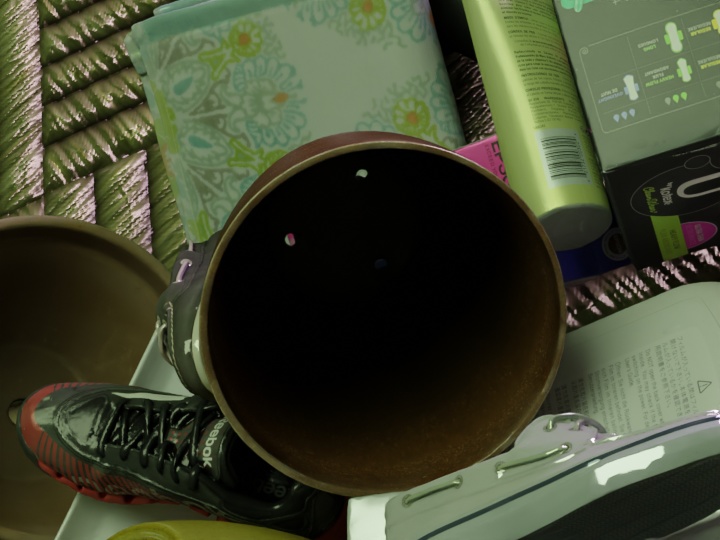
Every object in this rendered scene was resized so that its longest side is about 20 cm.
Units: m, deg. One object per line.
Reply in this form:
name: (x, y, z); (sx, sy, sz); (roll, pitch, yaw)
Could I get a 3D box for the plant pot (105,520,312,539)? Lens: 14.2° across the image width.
plant pot: (-0.081, 0.209, 1.506); (0.200, 0.142, 0.200); (-28, 41, 27)

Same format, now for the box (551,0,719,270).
box: (0.172, -0.128, 1.567); (0.124, 0.149, 0.200); (-18, 67, 7)

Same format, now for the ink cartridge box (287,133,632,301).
ink cartridge box: (0.059, -0.019, 1.661); (0.200, 0.037, 0.095); (-20, 83, 18)

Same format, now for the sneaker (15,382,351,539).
sneaker: (-0.098, 0.098, 1.607); (0.200, 0.098, 0.071); (17, 68, 8)

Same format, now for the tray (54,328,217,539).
tray: (-0.097, 0.112, 1.673); (0.107, 0.022, 0.200); (26, 67, -2)

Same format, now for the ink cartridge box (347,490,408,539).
ink cartridge box: (0.051, 0.205, 1.421); (0.109, 0.050, 0.200); (-9, 62, 18)

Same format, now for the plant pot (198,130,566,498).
plant pot: (0.000, 0.000, 1.548); (0.187, 0.187, 0.200); (-37, 17, 4)

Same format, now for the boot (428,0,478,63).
boot: (0.048, -0.136, 1.753); (0.158, 0.079, 0.211); (-43, 69, 28)

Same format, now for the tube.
tube: (0.095, -0.107, 1.621); (0.052, 0.058, 0.200); (-15, 62, 4)

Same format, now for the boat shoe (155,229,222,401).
boat shoe: (-0.086, 0.027, 1.613); (0.057, 0.067, 0.200); (-15, 17, 15)

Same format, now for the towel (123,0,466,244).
towel: (-0.035, -0.092, 1.736); (0.200, 0.172, 0.048); (-12, 10, 28)

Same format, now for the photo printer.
photo printer: (0.137, 0.101, 1.515); (0.200, 0.069, 0.167); (-24, 46, 17)

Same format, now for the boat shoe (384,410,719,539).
boat shoe: (0.095, 0.099, 1.377); (0.200, 0.074, 0.067); (-23, 59, 15)

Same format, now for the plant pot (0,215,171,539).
plant pot: (-0.192, 0.075, 1.720); (0.201, 0.201, 0.093); (-65, 7, -23)
